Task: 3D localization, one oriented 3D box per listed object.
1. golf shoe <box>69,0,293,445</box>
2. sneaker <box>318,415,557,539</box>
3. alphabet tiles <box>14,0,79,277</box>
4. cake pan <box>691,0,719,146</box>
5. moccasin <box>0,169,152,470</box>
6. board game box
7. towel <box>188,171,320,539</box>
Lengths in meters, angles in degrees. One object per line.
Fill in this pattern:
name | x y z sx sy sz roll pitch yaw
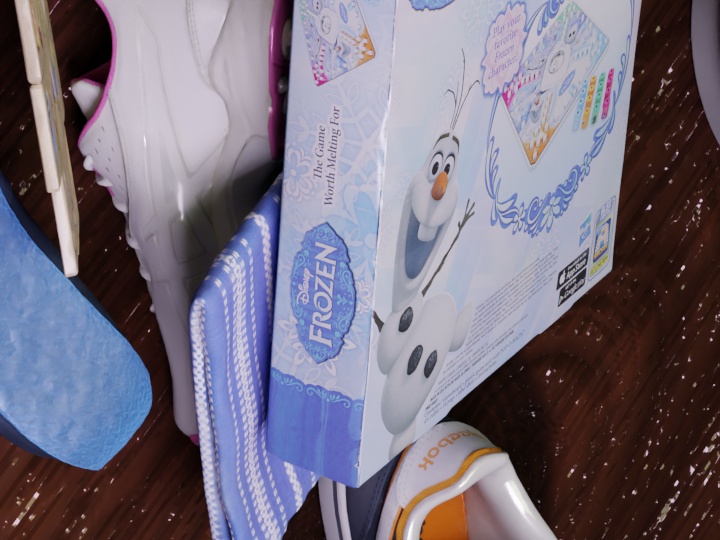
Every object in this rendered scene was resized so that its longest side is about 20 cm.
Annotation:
golf shoe | -0.059 -0.032 1.006 0.075 0.091 0.201 -51 151 -61
sneaker | 0.039 0.151 1.093 0.078 0.079 0.201 -27 113 -34
alphabet tiles | -0.109 -0.104 0.904 0.006 0.166 0.201 -9 103 -3
cake pan | 0.217 -0.109 1.227 0.200 0.037 0.201 -5 98 -38
moccasin | -0.151 -0.008 0.932 0.080 0.068 0.200 -41 118 -18
board game box | 0.039 -0.056 0.988 0.200 0.043 0.200 -36 139 -52
towel | 0.000 0.000 1.014 0.200 0.024 0.145 -53 151 -39
